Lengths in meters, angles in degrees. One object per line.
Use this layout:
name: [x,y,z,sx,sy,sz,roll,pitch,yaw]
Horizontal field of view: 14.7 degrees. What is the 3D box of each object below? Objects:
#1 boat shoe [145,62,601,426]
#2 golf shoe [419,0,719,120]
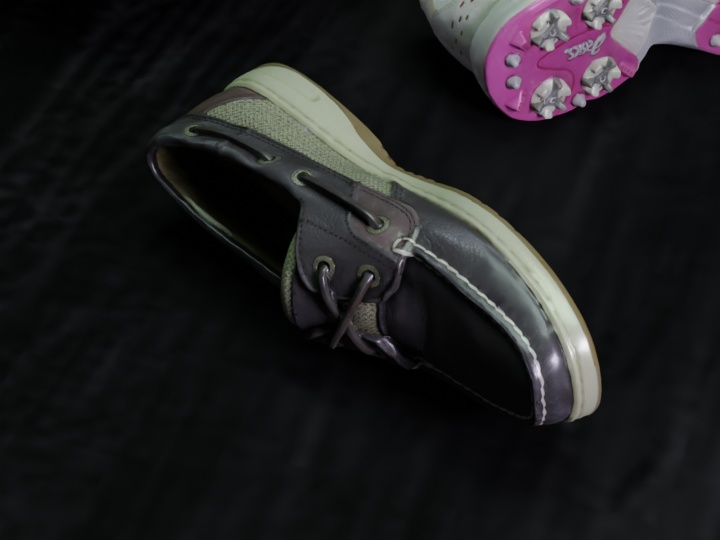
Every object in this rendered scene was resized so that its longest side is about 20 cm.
boat shoe: [0.000,-0.001,0.954,0.066,0.072,0.201,-28,47,-25]
golf shoe: [0.112,-0.126,1.133,0.200,0.075,0.092,-18,40,-31]
